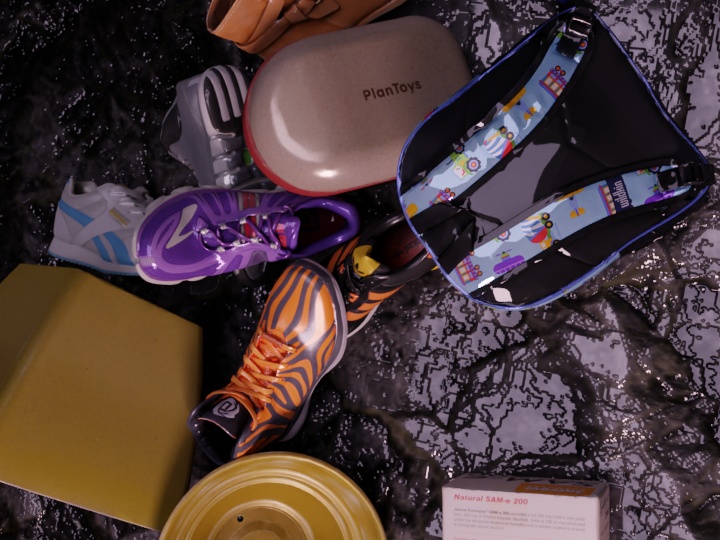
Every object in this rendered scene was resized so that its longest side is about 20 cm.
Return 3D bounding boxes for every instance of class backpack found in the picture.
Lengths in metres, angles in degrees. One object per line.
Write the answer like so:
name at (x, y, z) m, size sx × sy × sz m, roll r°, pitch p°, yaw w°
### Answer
backpack at (0.134, -0.070, 0.780) m, size 0.200 × 0.135 × 0.183 m, roll -36°, pitch 86°, yaw 5°

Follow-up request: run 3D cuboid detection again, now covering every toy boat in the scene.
toy boat at (-0.005, -0.129, 0.872) m, size 0.199 × 0.131 × 0.131 m, roll -16°, pitch 84°, yaw -22°

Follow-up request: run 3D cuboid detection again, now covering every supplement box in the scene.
supplement box at (0.133, 0.269, 0.822) m, size 0.125 × 0.073 × 0.201 m, roll 0°, pitch 88°, yaw 22°

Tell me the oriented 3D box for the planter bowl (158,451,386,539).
planter bowl at (-0.081, 0.253, 0.883) m, size 0.199 × 0.083 × 0.202 m, roll 1°, pitch 86°, yaw -15°

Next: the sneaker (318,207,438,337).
sneaker at (0.000, 0.000, 0.877) m, size 0.200 × 0.090 × 0.070 m, roll -34°, pitch 76°, yaw 17°

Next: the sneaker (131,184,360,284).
sneaker at (-0.092, -0.037, 0.863) m, size 0.083 × 0.199 × 0.081 m, roll 15°, pitch 117°, yaw 63°

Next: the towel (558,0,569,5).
towel at (0.163, -0.336, 0.854) m, size 0.147 × 0.050 × 0.201 m, roll 35°, pitch 102°, yaw 16°

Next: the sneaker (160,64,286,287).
sneaker at (-0.130, -0.086, 0.955) m, size 0.115 × 0.075 × 0.201 m, roll 5°, pitch 108°, yaw 49°

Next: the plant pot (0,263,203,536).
plant pot at (-0.252, 0.101, 0.900) m, size 0.200 × 0.200 × 0.177 m, roll 3°, pitch 69°, yaw 51°

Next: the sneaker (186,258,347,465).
sneaker at (-0.079, 0.090, 0.859) m, size 0.077 × 0.112 × 0.201 m, roll 29°, pitch 122°, yaw 21°

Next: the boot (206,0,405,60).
boot at (-0.029, -0.256, 0.852) m, size 0.074 × 0.154 × 0.201 m, roll 43°, pitch 113°, yaw 49°

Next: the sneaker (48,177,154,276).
sneaker at (-0.213, -0.038, 0.959) m, size 0.199 × 0.076 × 0.081 m, roll 12°, pitch 95°, yaw 31°
